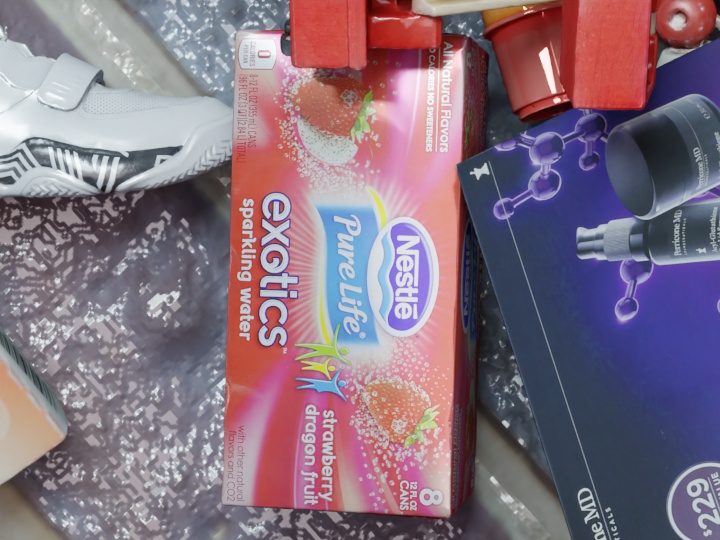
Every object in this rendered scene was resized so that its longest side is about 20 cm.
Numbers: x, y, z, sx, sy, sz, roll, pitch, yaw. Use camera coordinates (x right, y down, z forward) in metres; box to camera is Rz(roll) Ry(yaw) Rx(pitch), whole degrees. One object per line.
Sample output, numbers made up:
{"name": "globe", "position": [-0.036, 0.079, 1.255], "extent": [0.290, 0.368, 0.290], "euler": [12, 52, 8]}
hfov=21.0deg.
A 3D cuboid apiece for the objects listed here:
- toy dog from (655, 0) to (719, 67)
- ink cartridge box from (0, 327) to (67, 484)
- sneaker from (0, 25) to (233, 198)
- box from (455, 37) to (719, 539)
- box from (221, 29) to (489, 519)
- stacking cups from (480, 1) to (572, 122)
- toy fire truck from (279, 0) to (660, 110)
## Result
{"name": "toy dog", "position": [0.159, -0.077, 0.856], "extent": [0.132, 0.096, 0.201], "euler": [21, 108, 23]}
{"name": "ink cartridge box", "position": [-0.248, 0.062, 0.801], "extent": [0.200, 0.050, 0.162], "euler": [-37, 121, -3]}
{"name": "sneaker", "position": [-0.149, -0.088, 0.830], "extent": [0.199, 0.075, 0.115], "euler": [-4, 95, -3]}
{"name": "box", "position": [0.134, 0.026, 0.728], "extent": [0.141, 0.079, 0.200], "euler": [-27, 58, 18]}
{"name": "box", "position": [0.000, 0.000, 0.831], "extent": [0.099, 0.095, 0.201], "euler": [3, 91, 9]}
{"name": "stacking cups", "position": [0.055, -0.164, 0.845], "extent": [0.060, 0.061, 0.201], "euler": [-12, 84, -6]}
{"name": "toy fire truck", "position": [0.039, -0.113, 0.759], "extent": [0.141, 0.200, 0.049], "euler": [0, 111, 1]}
